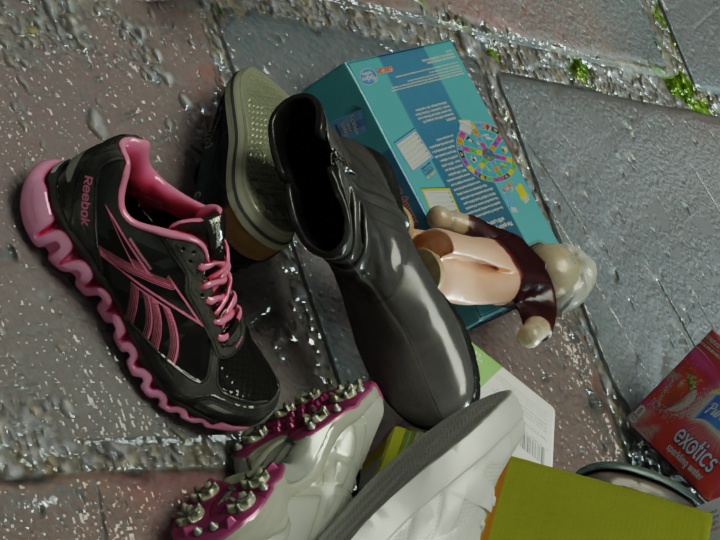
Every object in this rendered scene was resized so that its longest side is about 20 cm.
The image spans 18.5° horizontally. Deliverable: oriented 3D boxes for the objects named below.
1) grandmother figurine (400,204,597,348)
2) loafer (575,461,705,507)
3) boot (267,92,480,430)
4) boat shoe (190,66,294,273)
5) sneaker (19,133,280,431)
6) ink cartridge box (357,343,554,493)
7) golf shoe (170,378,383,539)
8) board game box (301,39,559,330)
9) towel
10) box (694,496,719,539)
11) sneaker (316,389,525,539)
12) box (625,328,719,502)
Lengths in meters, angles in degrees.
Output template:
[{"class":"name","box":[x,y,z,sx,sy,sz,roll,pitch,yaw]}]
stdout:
[{"class":"grandmother figurine","box":[0.091,0.001,1.472,0.200,0.061,0.122,4,55,-51]},{"class":"loafer","box":[0.223,0.202,1.571,0.200,0.072,0.063,36,45,-34]},{"class":"boot","box":[0.000,0.000,1.324,0.200,0.070,0.132,64,11,17]},{"class":"boat shoe","box":[-0.072,-0.065,1.396,0.075,0.062,0.200,40,26,-22]},{"class":"sneaker","box":[-0.103,0.005,1.267,0.200,0.095,0.079,51,32,-15]},{"class":"ink cartridge box","box":[0.059,0.145,1.394,0.117,0.067,0.200,38,38,-27]},{"class":"golf shoe","box":[-0.036,0.135,1.286,0.200,0.075,0.092,-44,113,-51]},{"class":"board game box","box":[0.058,-0.059,1.573,0.151,0.047,0.200,-20,81,-56]},{"class":"towel","box":[0.103,0.149,1.295,0.199,0.018,0.086,15,43,7]},{"class":"box","box":[0.186,0.258,1.354,0.097,0.200,0.177,27,44,-41]},{"class":"sneaker","box":[0.045,0.166,1.234,0.200,0.074,0.116,-44,100,-28]},{"class":"box","box":[0.289,0.136,1.600,0.095,0.100,0.200,42,3,-26]}]
